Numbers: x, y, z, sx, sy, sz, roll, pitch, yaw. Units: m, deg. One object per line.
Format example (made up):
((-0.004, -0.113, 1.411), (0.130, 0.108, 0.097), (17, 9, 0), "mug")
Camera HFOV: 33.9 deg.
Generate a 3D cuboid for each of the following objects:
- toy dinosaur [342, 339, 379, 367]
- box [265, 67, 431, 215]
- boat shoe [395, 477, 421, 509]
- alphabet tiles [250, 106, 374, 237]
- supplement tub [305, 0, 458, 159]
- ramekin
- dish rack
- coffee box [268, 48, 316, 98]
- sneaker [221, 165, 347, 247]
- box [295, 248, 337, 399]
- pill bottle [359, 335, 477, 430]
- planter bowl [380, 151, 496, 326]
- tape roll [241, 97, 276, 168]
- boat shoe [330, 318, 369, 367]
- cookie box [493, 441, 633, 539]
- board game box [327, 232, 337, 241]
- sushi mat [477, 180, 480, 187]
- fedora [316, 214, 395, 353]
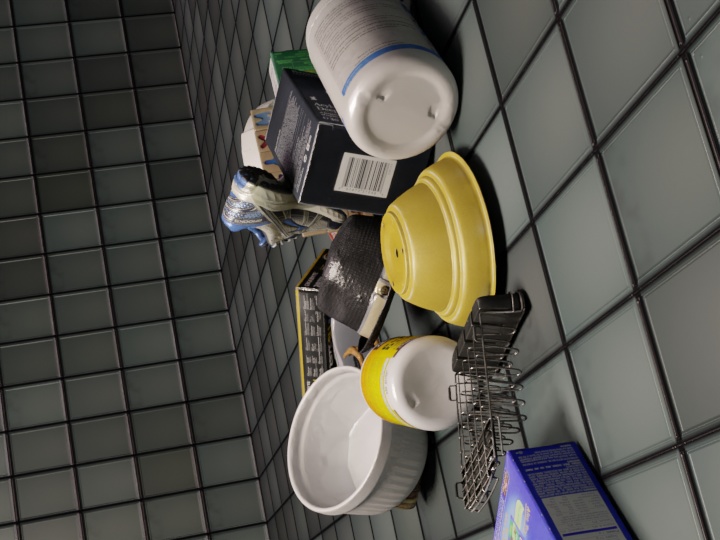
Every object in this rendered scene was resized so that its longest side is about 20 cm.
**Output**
((0.030, 0.136, 1.711), (0.106, 0.060, 0.200), (49, 159, 21), "toy dinosaur")
((-0.019, -0.160, 1.466), (0.200, 0.148, 0.107), (-122, 43, -58), "box")
((0.040, 0.255, 1.694), (0.068, 0.072, 0.200), (-68, 29, 22), "boat shoe")
((-0.049, -0.144, 1.599), (0.008, 0.167, 0.200), (100, 158, -67), "alphabet tiles")
((0.021, -0.229, 1.341), (0.200, 0.132, 0.132), (-113, 20, -48), "supplement tub")
((0.001, 0.237, 1.603), (0.200, 0.105, 0.201), (-27, 54, 44), "ramekin")
((0.129, 0.136, 1.190), (0.154, 0.054, 0.200), (102, 169, -57), "dish rack")
((-0.053, -0.222, 1.667), (0.044, 0.123, 0.200), (113, 144, -62), "coffee box")
((-0.099, -0.071, 1.466), (0.077, 0.200, 0.085), (45, 110, 34), "sneaker")
((-0.054, 0.086, 1.858), (0.160, 0.049, 0.201), (-56, -33, -61), "box")
((0.063, 0.133, 1.424), (0.200, 0.109, 0.110), (164, 97, -76), "pill bottle")
((0.073, -0.025, 1.294), (0.200, 0.083, 0.201), (170, 90, -76), "planter bowl")
((-0.088, -0.158, 1.722), (0.037, 0.203, 0.203), (-16, 81, 39), "tape roll")
((-0.015, 0.114, 1.809), (0.065, 0.073, 0.201), (-139, 43, -63), "boat shoe")
((0.190, 0.286, 1.066), (0.200, 0.075, 0.172), (-115, 22, -52), "cookie box")
((-0.019, -0.032, 1.688), (0.200, 0.019, 0.103), (61, -175, -47), "board game box")
((0.105, -0.051, 1.352), (0.200, 0.012, 0.096), (-176, 78, -76), "sushi mat")
((0.000, 0.000, 1.496), (0.201, 0.091, 0.201), (-161, 90, -87), "fedora")
